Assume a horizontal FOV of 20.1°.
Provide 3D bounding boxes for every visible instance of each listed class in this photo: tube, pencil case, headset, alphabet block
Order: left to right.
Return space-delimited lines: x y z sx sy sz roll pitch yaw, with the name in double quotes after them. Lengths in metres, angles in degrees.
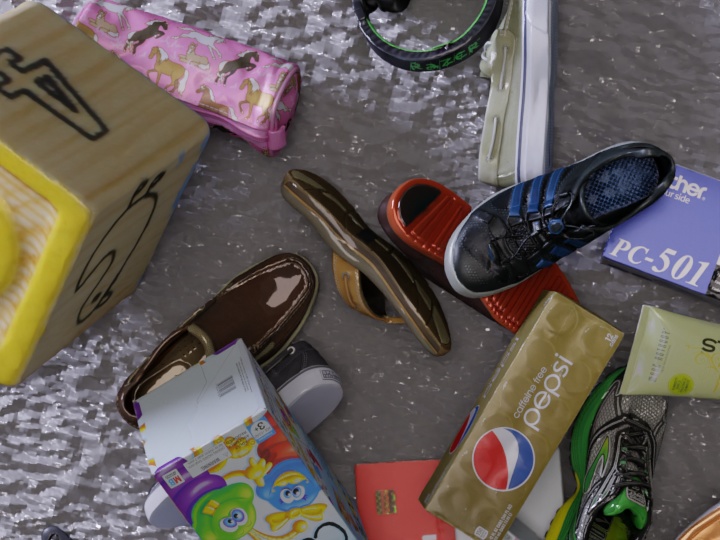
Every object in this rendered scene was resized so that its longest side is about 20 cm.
-0.268 -0.065 1.603 0.196 0.200 0.196 33 123 8 "alphabet block"
-0.145 -0.161 1.689 0.198 0.083 0.087 17 87 6 "pencil case"
0.043 -0.263 1.668 0.123 0.094 0.201 -19 65 8 "headset"
0.307 0.078 1.610 0.198 0.052 0.059 9 69 -11 "tube"

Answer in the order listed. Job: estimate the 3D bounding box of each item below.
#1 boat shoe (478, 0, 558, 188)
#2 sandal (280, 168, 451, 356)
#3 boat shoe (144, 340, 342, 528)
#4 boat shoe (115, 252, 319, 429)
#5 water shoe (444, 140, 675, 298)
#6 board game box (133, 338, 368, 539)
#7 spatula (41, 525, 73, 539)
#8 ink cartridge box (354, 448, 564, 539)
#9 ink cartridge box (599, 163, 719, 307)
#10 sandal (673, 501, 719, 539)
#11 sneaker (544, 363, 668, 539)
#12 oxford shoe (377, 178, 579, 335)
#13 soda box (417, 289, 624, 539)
0.128 -0.165 1.667 0.061 0.072 0.202 2 87 11 "boat shoe"
0.000 0.000 1.669 0.200 0.080 0.054 45 107 9 "sandal"
-0.105 0.132 1.675 0.200 0.070 0.066 -42 54 13 "boat shoe"
-0.117 0.062 1.673 0.202 0.075 0.075 -43 83 2 "boat shoe"
0.154 -0.047 1.594 0.199 0.079 0.072 -31 92 -5 "water shoe"
-0.080 0.174 1.597 0.103 0.105 0.201 -30 122 3 "board game box"
-0.192 0.284 1.692 0.200 0.021 0.057 41 85 8 "spatula"
0.085 0.249 1.656 0.172 0.044 0.202 -5 85 4 "ink cartridge box"
0.304 -0.017 1.650 0.199 0.044 0.095 21 87 8 "ink cartridge box"
0.333 0.187 1.580 0.206 0.059 0.079 -36 83 -5 "sandal"
0.210 0.169 1.609 0.078 0.085 0.202 23 72 -20 "sneaker"
0.099 -0.002 1.667 0.200 0.072 0.071 40 72 -9 "oxford shoe"
0.126 0.116 1.605 0.067 0.064 0.201 31 88 -3 "soda box"
